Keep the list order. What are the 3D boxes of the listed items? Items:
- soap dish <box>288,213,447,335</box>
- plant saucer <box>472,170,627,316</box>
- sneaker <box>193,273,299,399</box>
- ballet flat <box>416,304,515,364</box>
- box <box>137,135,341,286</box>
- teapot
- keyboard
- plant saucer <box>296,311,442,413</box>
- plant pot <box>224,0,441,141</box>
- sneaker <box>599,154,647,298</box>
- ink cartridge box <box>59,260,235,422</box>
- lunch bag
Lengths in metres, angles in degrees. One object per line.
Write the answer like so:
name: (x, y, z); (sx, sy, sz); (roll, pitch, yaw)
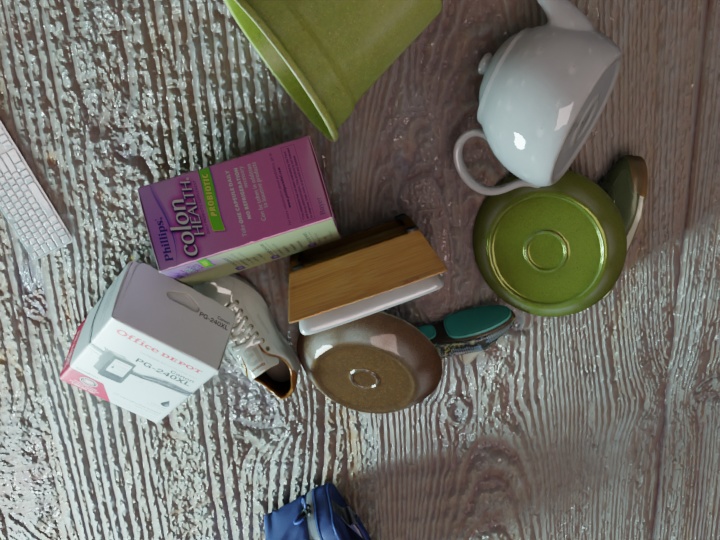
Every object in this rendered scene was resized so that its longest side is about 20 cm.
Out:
soap dish: (0.000, 0.000, 1.199); (0.197, 0.157, 0.083); (-18, 101, 1)
plant saucer: (0.238, -0.029, 1.240); (0.196, 0.031, 0.204); (6, 112, 15)
sneaker: (-0.141, 0.083, 1.252); (0.072, 0.085, 0.201); (-34, 115, 11)
ballet flat: (0.116, 0.100, 1.312); (0.196, 0.075, 0.075); (-13, 118, 8)
box: (-0.131, -0.063, 1.117); (0.197, 0.176, 0.098); (-18, 85, 0)
teapot: (0.199, -0.203, 1.130); (0.145, 0.198, 0.201); (30, 75, 16)
keyboard: (-0.415, -0.106, 1.155); (0.056, 0.011, 0.202); (-23, 118, 3)
plant saucer: (0.008, 0.130, 1.276); (0.197, 0.037, 0.202); (8, 136, 7)
plant pot: (-0.020, -0.276, 1.046); (0.183, 0.200, 0.201); (-38, 116, -1)
sneaker: (0.301, -0.053, 1.261); (0.088, 0.067, 0.203); (2, 119, -16)
ink cartridge box: (-0.261, 0.093, 1.187); (0.144, 0.084, 0.200); (28, 142, -19)
lunch bag: (-0.046, 0.406, 1.397); (0.131, 0.136, 0.202); (-26, 116, 4)
